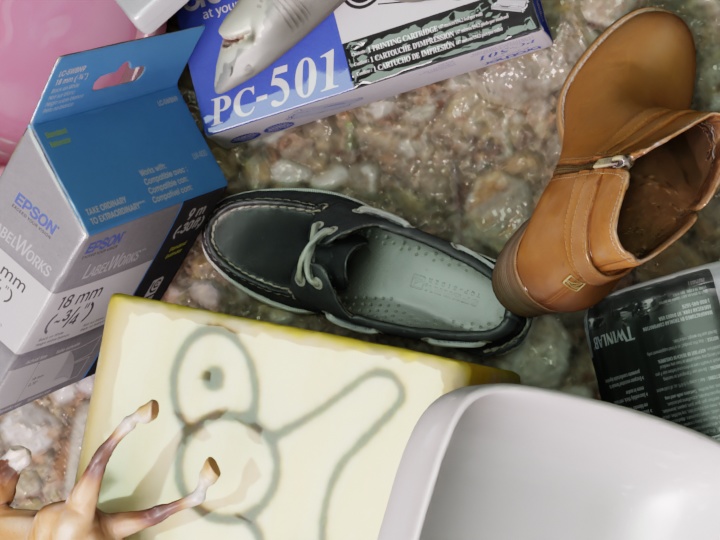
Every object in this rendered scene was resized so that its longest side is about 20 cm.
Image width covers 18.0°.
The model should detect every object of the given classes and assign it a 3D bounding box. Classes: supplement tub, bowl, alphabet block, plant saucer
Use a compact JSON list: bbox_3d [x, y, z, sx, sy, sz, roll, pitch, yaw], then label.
[{"bbox_3d":[0.195,0.100,1.177,0.122,0.122,0.201,-14,83,11],"label":"supplement tub"},{"bbox_3d":[0.081,0.158,1.069,0.199,0.075,0.201,17,84,-31],"label":"bowl"},{"bbox_3d":[-0.036,0.130,1.189,0.194,0.196,0.201,12,88,11],"label":"alphabet block"},{"bbox_3d":[-0.188,-0.147,1.299,0.200,0.051,0.202,-1,88,28],"label":"plant saucer"}]

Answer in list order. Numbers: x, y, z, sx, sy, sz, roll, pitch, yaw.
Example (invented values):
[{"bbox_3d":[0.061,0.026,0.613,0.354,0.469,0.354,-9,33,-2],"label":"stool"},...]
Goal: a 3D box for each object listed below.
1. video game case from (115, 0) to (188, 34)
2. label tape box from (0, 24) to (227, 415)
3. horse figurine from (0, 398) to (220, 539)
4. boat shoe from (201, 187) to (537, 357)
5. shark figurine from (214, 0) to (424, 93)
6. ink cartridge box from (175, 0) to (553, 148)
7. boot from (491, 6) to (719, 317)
[{"bbox_3d":[-0.089,-0.251,1.224,0.200,0.023,0.182,-41,60,3],"label":"video game case"},{"bbox_3d":[-0.143,-0.026,1.217,0.063,0.144,0.200,40,117,14],"label":"label tape box"},{"bbox_3d":[-0.105,0.156,1.074,0.132,0.050,0.201,-33,85,21],"label":"horse figurine"},{"bbox_3d":[0.000,0.000,1.259,0.199,0.060,0.074,21,90,13],"label":"boat shoe"},{"bbox_3d":[0.013,-0.166,1.205,0.089,0.214,0.129,32,60,-24],"label":"shark figurine"},{"bbox_3d":[0.000,-0.144,1.279,0.199,0.044,0.095,-16,81,11],"label":"ink cartridge box"},{"bbox_3d":[0.149,-0.065,1.167,0.073,0.155,0.201,29,72,-11],"label":"boot"}]
